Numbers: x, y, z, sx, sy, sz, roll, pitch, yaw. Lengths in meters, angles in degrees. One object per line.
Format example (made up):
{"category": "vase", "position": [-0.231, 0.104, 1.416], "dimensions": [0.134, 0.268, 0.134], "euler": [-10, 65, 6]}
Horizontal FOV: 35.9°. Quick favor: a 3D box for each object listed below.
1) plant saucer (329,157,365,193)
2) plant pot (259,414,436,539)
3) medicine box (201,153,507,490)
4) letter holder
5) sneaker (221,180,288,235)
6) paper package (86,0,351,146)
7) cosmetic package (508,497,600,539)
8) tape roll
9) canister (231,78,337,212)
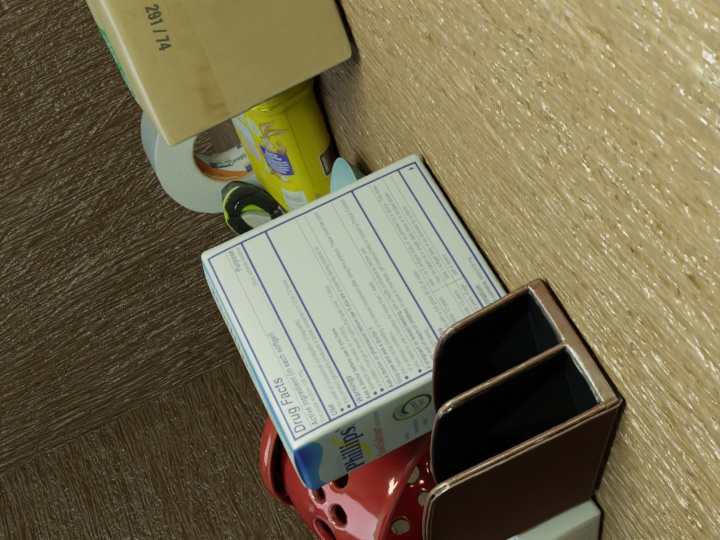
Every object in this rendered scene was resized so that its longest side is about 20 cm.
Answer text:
{"category": "plant saucer", "position": [0.008, -0.019, 1.159], "dimensions": [0.201, 0.038, 0.203], "euler": [172, 90, -78]}
{"category": "plant pot", "position": [0.010, 0.189, 1.113], "dimensions": [0.182, 0.201, 0.201], "euler": [23, 149, 31]}
{"category": "medicine box", "position": [0.003, 0.039, 0.876], "dimensions": [0.183, 0.199, 0.103], "euler": [60, 172, 28]}
{"category": "letter holder", "position": [0.087, 0.119, 0.779], "dimensions": [0.101, 0.141, 0.200], "euler": [60, 172, 27]}
{"category": "sneaker", "position": [-0.099, -0.050, 1.400], "dimensions": [0.200, 0.074, 0.081], "euler": [45, -175, -32]}
{"category": "paper package", "position": [-0.130, -0.239, 0.924], "dimensions": [0.201, 0.190, 0.104], "euler": [67, 172, -29]}
{"category": "cosmetic package", "position": [0.149, 0.219, 0.956], "dimensions": [0.102, 0.071, 0.201], "euler": [59, 171, 32]}
{"category": "tape roll", "position": [-0.168, -0.171, 1.380], "dimensions": [0.066, 0.199, 0.201], "euler": [56, 169, 44]}
{"category": "canister", "position": [-0.094, -0.168, 1.272], "dimensions": [0.149, 0.086, 0.201], "euler": [44, 163, 39]}
